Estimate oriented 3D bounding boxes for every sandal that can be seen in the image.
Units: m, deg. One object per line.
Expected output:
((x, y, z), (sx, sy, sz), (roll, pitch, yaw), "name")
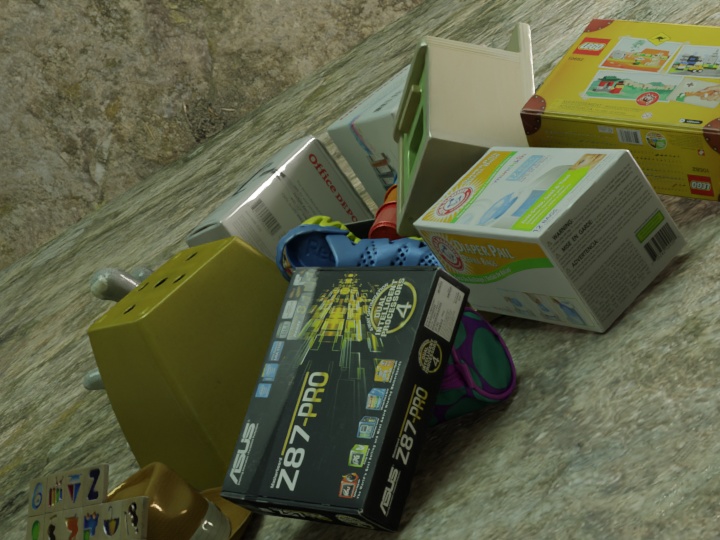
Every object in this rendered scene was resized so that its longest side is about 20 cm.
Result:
((0.000, 0.000, 1.544), (0.200, 0.080, 0.087), (10, 9, 32), "sandal")

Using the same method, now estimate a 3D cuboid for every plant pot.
((-0.143, 0.080, 1.624), (0.200, 0.177, 0.200), (-41, 15, -28), "plant pot")

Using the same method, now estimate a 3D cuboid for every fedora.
((-0.183, 0.222, 1.434), (0.200, 0.082, 0.201), (-33, 14, 10), "fedora")

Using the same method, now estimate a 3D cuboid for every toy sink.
((0.095, -0.138, 1.598), (0.131, 0.112, 0.200), (108, 169, -46), "toy sink")

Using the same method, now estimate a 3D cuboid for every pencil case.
((0.024, 0.100, 1.359), (0.200, 0.085, 0.092), (-27, 3, 31), "pencil case")

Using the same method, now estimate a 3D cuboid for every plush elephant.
((-0.222, 0.105, 1.809), (0.155, 0.200, 0.165), (-56, -1, 5), "plush elephant")

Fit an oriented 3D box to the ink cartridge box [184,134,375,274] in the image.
((-0.090, -0.045, 1.984), (0.085, 0.146, 0.200), (-21, 19, 48), "ink cartridge box")

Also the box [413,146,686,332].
((0.153, -0.030, 1.401), (0.112, 0.101, 0.200), (-44, 22, -17), "box")

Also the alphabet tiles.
((-0.230, 0.245, 1.390), (0.200, 0.008, 0.168), (-18, 66, 50), "alphabet tiles")

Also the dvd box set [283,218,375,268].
((-0.005, -0.032, 1.792), (0.146, 0.029, 0.200), (-10, -2, -10), "dvd box set")

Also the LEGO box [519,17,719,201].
((0.261, -0.141, 1.446), (0.200, 0.077, 0.149), (11, 46, 35), "LEGO box")

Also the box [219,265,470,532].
((-0.012, 0.095, 1.297), (0.161, 0.049, 0.200), (-1, 65, 47), "box")

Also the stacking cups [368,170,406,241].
((0.055, -0.078, 1.668), (0.060, 0.061, 0.200), (-28, 16, 27), "stacking cups")

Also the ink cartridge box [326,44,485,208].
((0.084, -0.154, 1.946), (0.145, 0.145, 0.200), (-39, 14, -17), "ink cartridge box")

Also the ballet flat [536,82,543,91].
((0.233, -0.151, 1.638), (0.066, 0.057, 0.200), (16, 13, 36), "ballet flat")

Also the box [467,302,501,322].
((0.150, -0.007, 1.553), (0.200, 0.021, 0.164), (-31, 14, 16), "box")
